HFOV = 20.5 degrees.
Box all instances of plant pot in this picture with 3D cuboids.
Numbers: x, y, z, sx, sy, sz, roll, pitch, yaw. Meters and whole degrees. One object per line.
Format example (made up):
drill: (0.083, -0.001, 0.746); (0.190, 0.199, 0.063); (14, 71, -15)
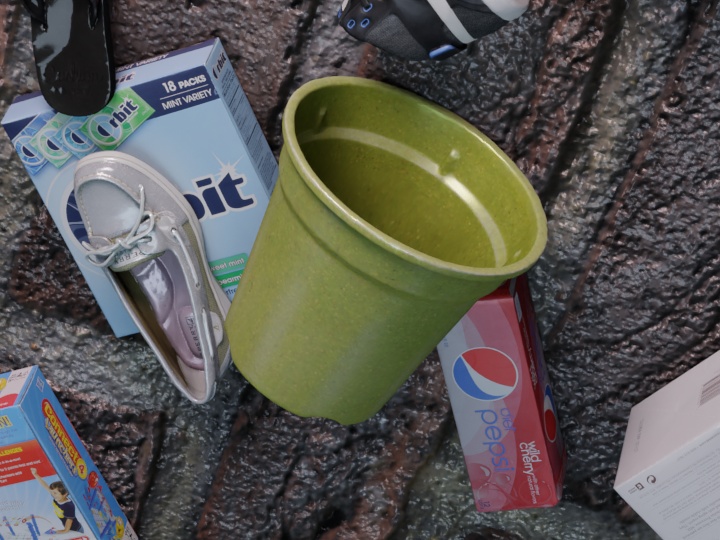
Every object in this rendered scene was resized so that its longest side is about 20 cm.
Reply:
plant pot: (0.000, 0.000, 1.379); (0.200, 0.201, 0.184); (26, 122, -7)

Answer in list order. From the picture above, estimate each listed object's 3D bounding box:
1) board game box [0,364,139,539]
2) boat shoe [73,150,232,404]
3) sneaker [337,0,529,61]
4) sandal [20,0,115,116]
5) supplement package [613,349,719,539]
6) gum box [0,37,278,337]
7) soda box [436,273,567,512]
board game box: (-0.318, 0.191, 1.668); (0.199, 0.056, 0.196); (-14, 120, 20)
boat shoe: (-0.149, 0.004, 1.446); (0.074, 0.065, 0.202); (-13, 120, 19)
sneaker: (0.009, -0.214, 1.315); (0.112, 0.073, 0.200); (-34, 113, 27)
sandal: (-0.207, -0.201, 1.365); (0.075, 0.045, 0.201); (-2, 107, 17)
supplement package: (0.300, 0.173, 1.485); (0.109, 0.114, 0.200); (-37, 105, 30)
gum box: (-0.145, -0.057, 1.471); (0.169, 0.045, 0.200); (-13, 120, 20)
soda box: (0.105, 0.087, 1.507); (0.070, 0.063, 0.200); (-6, 122, 15)
